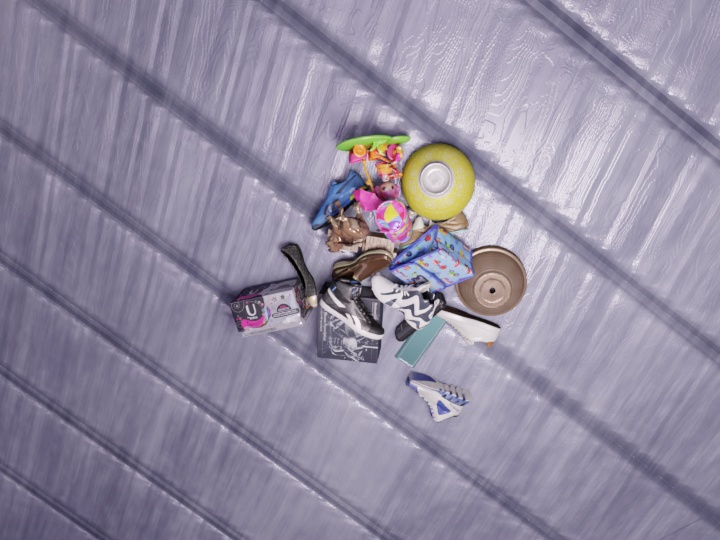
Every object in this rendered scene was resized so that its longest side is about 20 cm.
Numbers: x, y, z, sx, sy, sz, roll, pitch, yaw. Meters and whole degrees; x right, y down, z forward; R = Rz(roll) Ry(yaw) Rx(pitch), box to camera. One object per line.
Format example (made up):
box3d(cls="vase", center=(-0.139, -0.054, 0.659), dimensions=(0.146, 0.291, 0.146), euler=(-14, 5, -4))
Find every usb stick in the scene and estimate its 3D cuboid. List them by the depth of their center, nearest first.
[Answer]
box3d(cls="usb stick", center=(0.169, 0.134, 1.601), dimensions=(0.032, 0.056, 0.200), euler=(23, 129, -31))

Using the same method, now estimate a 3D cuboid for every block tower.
box3d(cls="block tower", center=(0.007, -0.081, 1.577), dimensions=(0.198, 0.054, 0.058), euler=(11, 110, 5))

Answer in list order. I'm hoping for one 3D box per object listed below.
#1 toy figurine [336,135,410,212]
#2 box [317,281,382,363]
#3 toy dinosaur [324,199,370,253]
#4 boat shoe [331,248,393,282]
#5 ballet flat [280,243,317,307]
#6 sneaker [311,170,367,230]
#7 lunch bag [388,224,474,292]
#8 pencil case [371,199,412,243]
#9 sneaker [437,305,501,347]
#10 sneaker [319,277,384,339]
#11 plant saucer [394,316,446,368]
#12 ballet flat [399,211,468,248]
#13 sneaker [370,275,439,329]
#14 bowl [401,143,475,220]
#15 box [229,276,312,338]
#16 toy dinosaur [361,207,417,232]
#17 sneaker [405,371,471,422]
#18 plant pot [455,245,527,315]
box3d(cls="toy figurine", center=(0.046, -0.243, 1.456), dimensions=(0.198, 0.150, 0.186), euler=(-8, 92, -14))
box3d(cls="box", center=(-0.028, 0.150, 1.631), dimensions=(0.180, 0.104, 0.202), euler=(4, 108, 7))
box3d(cls="toy dinosaur", center=(-0.023, -0.106, 1.471), dimensions=(0.199, 0.086, 0.136), euler=(7, 136, 52))
box3d(cls="boat shoe", center=(0.004, 0.004, 1.563), dimensions=(0.201, 0.075, 0.075), euler=(-19, 134, 37))
box3d(cls="ballet flat", center=(-0.171, 0.016, 1.600), dimensions=(0.056, 0.067, 0.202), euler=(-18, 72, -23))
box3d(cls="sneaker", center=(-0.071, -0.193, 1.553), dimensions=(0.200, 0.066, 0.079), euler=(-40, 85, 19))
box3d(cls="lunch bag", center=(0.185, -0.012, 1.532), dimensions=(0.150, 0.095, 0.199), euler=(30, 135, -30))
box3d(cls="pencil case", center=(0.085, -0.120, 1.430), dimensions=(0.087, 0.200, 0.090), euler=(-1, 84, 12))
box3d(cls="sneaker", center=(0.294, 0.165, 1.598), dimensions=(0.198, 0.073, 0.085), euler=(22, 105, 1))
box3d(cls="sneaker", center=(-0.004, 0.095, 1.517), dimensions=(0.199, 0.073, 0.113), euler=(31, 110, 0))
box3d(cls="plant saucer", center=(0.180, 0.201, 1.660), dimensions=(0.069, 0.019, 0.201), euler=(31, 111, -2))
box3d(cls="ballet flat", center=(0.193, -0.120, 1.530), dimensions=(0.198, 0.068, 0.073), euler=(-16, 96, 12))
box3d(cls="sneaker", center=(0.129, 0.053, 1.523), dimensions=(0.199, 0.079, 0.130), euler=(44, 126, 13))
box3d(cls="bowl", center=(0.196, -0.231, 1.447), dimensions=(0.198, 0.108, 0.203), euler=(1, 95, 11))
box3d(cls="box", center=(-0.258, 0.104, 1.638), dimensions=(0.198, 0.132, 0.116), euler=(-13, 105, 13))
box3d(cls="toy dinosaur", center=(0.087, -0.148, 1.548), dimensions=(0.197, 0.047, 0.089), euler=(7, 102, 3))
box3d(cls="sneaker", center=(0.221, 0.391, 1.681), dimensions=(0.197, 0.081, 0.116), euler=(21, 108, 0))
box3d(cls="plant pot", center=(0.357, 0.040, 1.539), dimensions=(0.198, 0.093, 0.203), euler=(3, 108, 9))
